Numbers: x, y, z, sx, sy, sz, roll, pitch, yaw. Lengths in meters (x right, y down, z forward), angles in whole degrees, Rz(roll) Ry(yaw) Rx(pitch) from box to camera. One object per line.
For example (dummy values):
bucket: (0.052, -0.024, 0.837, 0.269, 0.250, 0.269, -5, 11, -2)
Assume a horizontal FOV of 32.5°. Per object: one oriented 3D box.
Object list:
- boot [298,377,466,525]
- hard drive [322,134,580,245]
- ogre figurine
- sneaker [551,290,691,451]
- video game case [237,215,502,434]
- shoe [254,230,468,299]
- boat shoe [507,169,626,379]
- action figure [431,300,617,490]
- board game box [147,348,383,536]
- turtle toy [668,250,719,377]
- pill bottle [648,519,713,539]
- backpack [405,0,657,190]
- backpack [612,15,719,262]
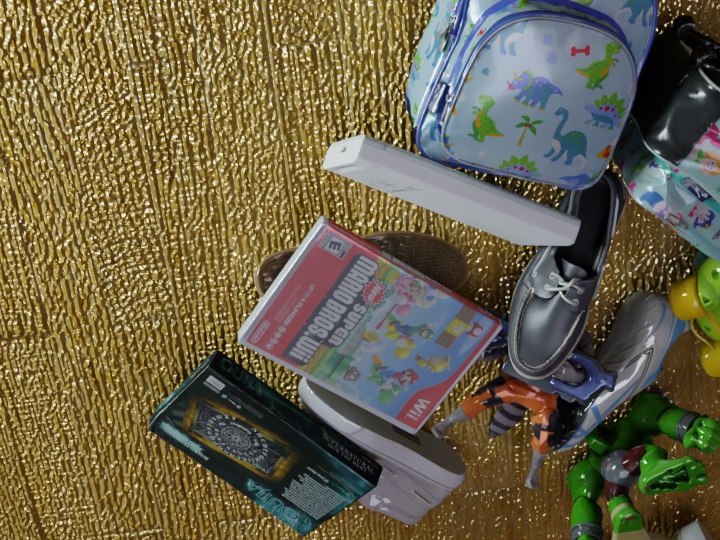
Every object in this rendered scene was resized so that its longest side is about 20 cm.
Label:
boot: (0.003, 0.185, 1.224, 0.199, 0.074, 0.096, 33, 111, -16)
hard drive: (0.075, -0.067, 1.064, 0.199, 0.132, 0.027, 21, 87, -14)
ogre figurine: (0.269, 0.196, 1.220, 0.097, 0.120, 0.201, 11, 119, -14)
sneaker: (0.247, 0.106, 1.201, 0.072, 0.072, 0.201, 22, 119, -25)
video game case: (0.009, 0.054, 1.119, 0.199, 0.017, 0.143, 29, 112, -19)
shoe: (0.000, 0.000, 1.142, 0.198, 0.053, 0.071, -2, 88, -7)
boat shoe: (0.180, 0.001, 1.100, 0.072, 0.063, 0.201, 23, 90, 14)
action figure: (0.143, 0.086, 1.190, 0.199, 0.105, 0.194, 32, 109, 13)
board game box: (-0.095, 0.171, 1.196, 0.200, 0.028, 0.135, 37, 133, -12)
turtle toy: (0.381, 0.035, 1.149, 0.145, 0.101, 0.201, -17, 123, 30)
pill bottle: (0.292, 0.349, 1.308, 0.199, 0.113, 0.112, -33, 115, 13)
backpack: (0.145, -0.173, 1.000, 0.181, 0.147, 0.201, 11, 114, -12)
backpack: (0.315, -0.093, 1.035, 0.199, 0.178, 0.151, 26, 115, -14)
